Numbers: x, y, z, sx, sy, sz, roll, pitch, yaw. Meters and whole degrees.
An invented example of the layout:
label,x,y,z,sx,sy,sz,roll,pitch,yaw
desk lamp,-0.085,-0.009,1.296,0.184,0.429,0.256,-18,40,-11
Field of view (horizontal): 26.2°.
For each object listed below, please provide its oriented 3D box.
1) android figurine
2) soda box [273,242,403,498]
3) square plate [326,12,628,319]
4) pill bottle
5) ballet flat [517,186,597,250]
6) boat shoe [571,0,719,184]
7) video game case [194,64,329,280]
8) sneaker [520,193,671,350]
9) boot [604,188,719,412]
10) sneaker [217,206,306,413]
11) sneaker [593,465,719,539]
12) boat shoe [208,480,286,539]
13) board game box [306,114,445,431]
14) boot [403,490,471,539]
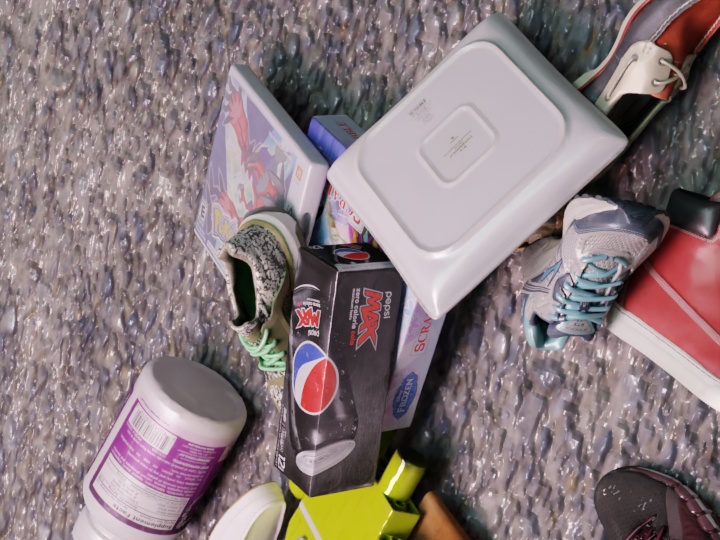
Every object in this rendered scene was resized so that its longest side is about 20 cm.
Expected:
label,x,y,z,sx,sy,sz,roll,pitch,yaw
android figurine,-0.012,0.221,1.352,0.201,0.041,0.182,-59,35,21
soda box,-0.019,0.081,1.274,0.063,0.070,0.201,31,120,51
square plate,0.080,-0.092,1.213,0.200,0.028,0.198,-43,49,7
pill bottle,-0.199,0.192,1.491,0.112,0.112,0.201,45,115,33
ballet flat,0.104,-0.045,1.278,0.199,0.065,0.071,-7,83,40
boat shoe,0.218,-0.148,1.181,0.200,0.071,0.063,-47,44,35
video game case,-0.096,-0.064,1.416,0.200,0.023,0.183,53,135,49
sneaker,0.174,0.008,1.159,0.200,0.077,0.087,121,160,-68
boot,0.282,0.024,1.122,0.200,0.072,0.145,38,110,39
sneaker,-0.082,0.051,1.316,0.077,0.088,0.201,-10,100,37
sneaker,0.226,0.217,1.124,0.200,0.115,0.076,44,114,33
boat shoe,-0.107,0.285,1.437,0.069,0.071,0.201,44,124,32
board game box,0.000,0.000,1.333,0.200,0.041,0.200,45,129,42
boot,0.118,0.254,1.260,0.200,0.068,0.189,50,128,36
